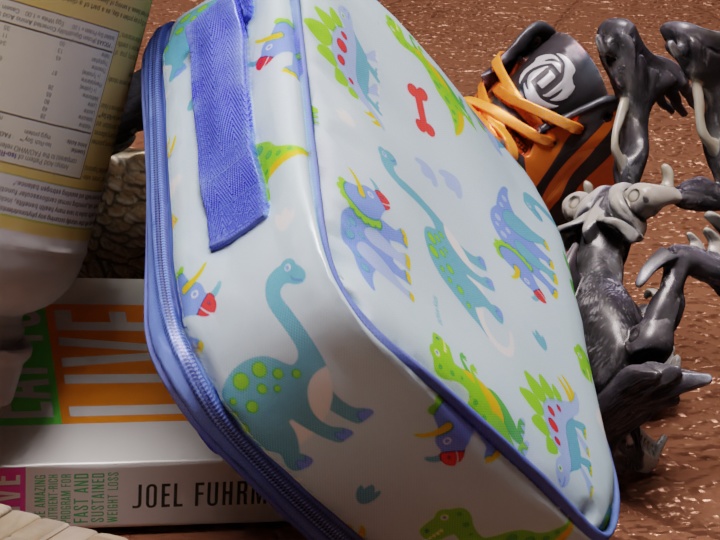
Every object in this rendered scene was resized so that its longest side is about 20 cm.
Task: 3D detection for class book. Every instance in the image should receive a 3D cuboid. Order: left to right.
[{"bbox_3d":[-0.075,0.049,0.932,0.199,0.048,0.134,-1,24,-11],"label":"book"}]

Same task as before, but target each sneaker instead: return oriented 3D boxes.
[{"bbox_3d":[0.033,-0.057,1.024,0.078,0.112,0.200,52,13,31],"label":"sneaker"}]

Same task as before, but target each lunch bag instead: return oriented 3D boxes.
[{"bbox_3d":[0.000,0.000,0.830,0.082,0.161,0.200,-32,37,19],"label":"lunch bag"}]

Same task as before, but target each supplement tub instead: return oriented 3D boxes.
[{"bbox_3d":[-0.144,-0.069,0.847,0.145,0.201,0.145,15,2,-1],"label":"supplement tub"}]

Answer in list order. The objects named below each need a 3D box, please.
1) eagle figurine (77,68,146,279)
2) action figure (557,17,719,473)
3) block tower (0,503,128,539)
[{"bbox_3d":[-0.147,-0.035,1.015,0.199,0.151,0.152,21,38,20],"label":"eagle figurine"},{"bbox_3d":[0.106,0.008,0.949,0.102,0.201,0.119,33,-28,-30],"label":"action figure"},{"bbox_3d":[-0.059,0.110,0.718,0.199,0.054,0.058,10,20,25],"label":"block tower"}]
